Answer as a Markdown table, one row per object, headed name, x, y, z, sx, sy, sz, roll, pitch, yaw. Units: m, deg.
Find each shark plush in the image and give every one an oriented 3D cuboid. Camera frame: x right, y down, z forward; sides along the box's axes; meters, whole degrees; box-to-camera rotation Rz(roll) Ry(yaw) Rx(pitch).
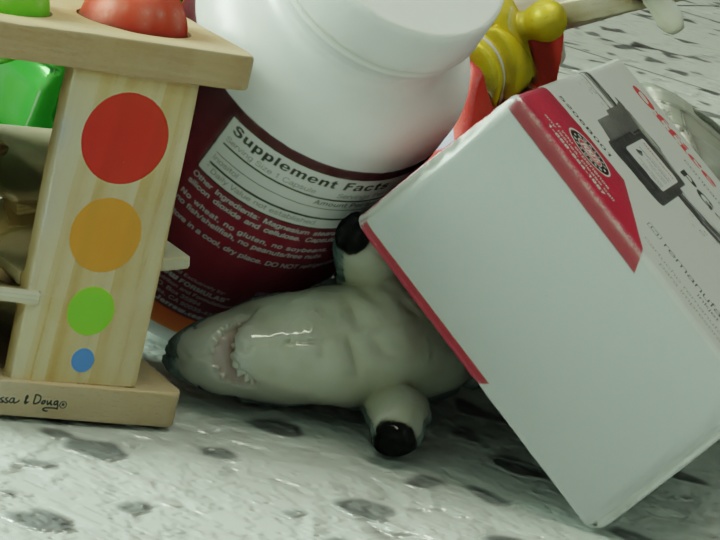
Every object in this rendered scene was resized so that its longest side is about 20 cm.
| name | x | y | z | sx | sy | sz | roll | pitch | yaw |
| --- | --- | --- | --- | --- | --- | --- | --- | --- | --- |
| shark plush | 0.005 | 0.019 | 1.101 | 0.083 | 0.091 | 0.200 | -15 | 4 | 28 |

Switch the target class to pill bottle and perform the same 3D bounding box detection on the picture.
| name | x | y | z | sx | sy | sz | roll | pitch | yaw |
| --- | --- | --- | --- | --- | --- | --- | --- | --- | --- |
| pill bottle | -0.028 | -0.065 | 1.069 | 0.112 | 0.200 | 0.114 | 17 | 49 | -21 |

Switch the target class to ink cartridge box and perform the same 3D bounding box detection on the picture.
| name | x | y | z | sx | sy | sz | roll | pitch | yaw |
| --- | --- | --- | --- | --- | --- | --- | --- | --- | --- |
| ink cartridge box | 0.097 | 0.001 | 1.083 | 0.146 | 0.083 | 0.200 | 52 | 18 | 3 |

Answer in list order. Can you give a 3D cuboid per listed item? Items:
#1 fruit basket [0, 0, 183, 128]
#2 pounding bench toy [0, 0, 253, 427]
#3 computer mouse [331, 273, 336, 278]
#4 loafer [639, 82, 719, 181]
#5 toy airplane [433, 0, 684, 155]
| name | x | y | z | sx | sy | sz | roll | pitch | yaw |
| --- | --- | --- | --- | --- | --- | --- | --- | --- | --- |
| fruit basket | -0.121 | -0.169 | 1.250 | 0.155 | 0.217 | 0.215 | 6 | 15 | -38 |
| pounding bench toy | -0.161 | -0.045 | 0.983 | 0.199 | 0.157 | 0.124 | 6 | 15 | -30 |
| computer mouse | 0.000 | 0.000 | 1.238 | 0.058 | 0.034 | 0.200 | 34 | 12 | -3 |
| loafer | 0.170 | -0.018 | 1.263 | 0.069 | 0.070 | 0.200 | -13 | -32 | 22 |
| toy airplane | 0.059 | -0.118 | 1.291 | 0.199 | 0.142 | 0.199 | -34 | 31 | -15 |
